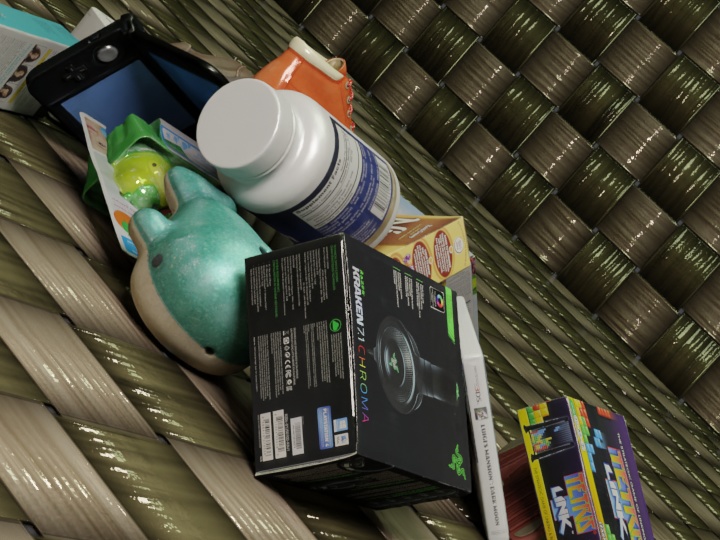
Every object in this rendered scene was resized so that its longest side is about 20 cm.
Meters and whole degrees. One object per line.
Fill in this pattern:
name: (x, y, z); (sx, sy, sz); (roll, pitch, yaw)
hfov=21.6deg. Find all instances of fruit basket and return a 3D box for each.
fruit basket: (-0.159, -0.045, 1.659); (0.185, 0.094, 0.200); (33, 16, -39)

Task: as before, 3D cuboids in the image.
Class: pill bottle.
pill bottle: (-0.056, -0.090, 1.637); (0.111, 0.111, 0.200); (48, 7, 34)

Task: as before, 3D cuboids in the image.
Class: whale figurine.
whale figurine: (-0.115, -0.012, 1.528); (0.159, 0.104, 0.200); (37, 30, -32)

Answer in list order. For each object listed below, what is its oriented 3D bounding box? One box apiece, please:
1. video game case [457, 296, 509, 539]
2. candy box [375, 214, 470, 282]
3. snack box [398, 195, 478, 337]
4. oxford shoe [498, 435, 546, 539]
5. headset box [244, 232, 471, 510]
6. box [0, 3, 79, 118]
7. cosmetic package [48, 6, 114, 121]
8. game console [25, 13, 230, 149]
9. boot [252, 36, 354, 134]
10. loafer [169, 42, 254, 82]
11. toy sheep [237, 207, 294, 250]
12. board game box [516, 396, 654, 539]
video game case: (0.109, 0.136, 1.774); (0.200, 0.023, 0.182); (-96, 177, -75)
candy box: (0.000, 0.000, 1.765); (0.117, 0.056, 0.200); (3, 21, 38)
snack box: (0.045, -0.004, 2.008); (0.200, 0.053, 0.142); (42, -31, 39)
oxford shoe: (0.175, 0.227, 1.828); (0.075, 0.070, 0.200); (58, 14, -15)
headset box: (0.003, 0.086, 1.468); (0.200, 0.093, 0.174); (28, 54, -56)
box: (-0.321, -0.192, 1.704); (0.049, 0.082, 0.200); (43, 9, 12)
cosmetic package: (-0.218, -0.162, 1.903); (0.200, 0.108, 0.085); (32, 11, -36)
game console: (-0.176, -0.130, 1.720); (0.200, 0.176, 0.116); (49, 16, -53)
boot: (-0.030, -0.148, 1.845); (0.200, 0.107, 0.075); (35, 3, -46)
loafer: (-0.187, -0.183, 1.817); (0.200, 0.073, 0.071); (10, 36, -36)
toy sheep: (-0.084, -0.051, 1.863); (0.200, 0.138, 0.138); (19, 18, -23)
board game box: (0.220, 0.227, 1.759); (0.165, 0.057, 0.200); (20, 55, -61)
